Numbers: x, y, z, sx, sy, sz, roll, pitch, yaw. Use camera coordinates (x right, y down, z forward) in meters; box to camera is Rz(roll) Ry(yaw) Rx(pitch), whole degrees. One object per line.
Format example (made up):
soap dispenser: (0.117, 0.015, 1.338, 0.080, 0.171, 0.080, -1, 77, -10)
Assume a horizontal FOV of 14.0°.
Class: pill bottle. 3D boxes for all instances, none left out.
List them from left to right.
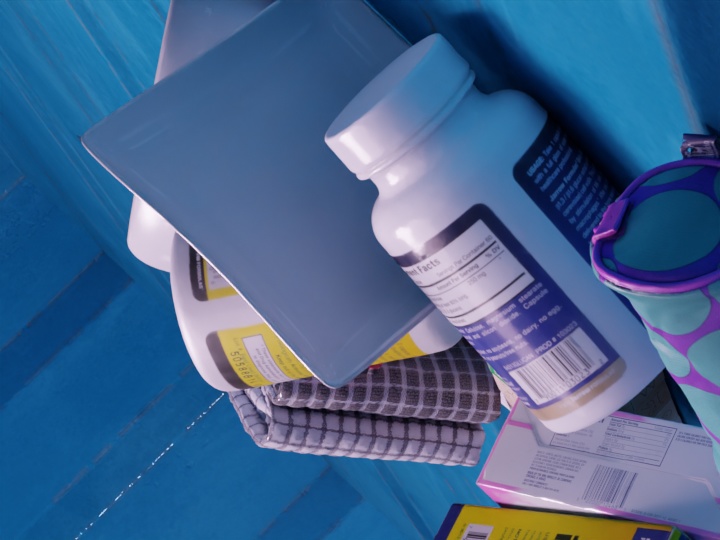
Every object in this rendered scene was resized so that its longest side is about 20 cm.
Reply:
pill bottle: (0.000, 0.000, 1.696, 0.111, 0.199, 0.112, -11, -90, -72)
pill bottle: (0.076, -0.022, 1.524, 0.200, 0.111, 0.111, 48, 172, -11)

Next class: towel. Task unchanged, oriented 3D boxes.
towel: (-0.010, 0.041, 1.967, 0.165, 0.086, 0.200, 4, -147, -23)

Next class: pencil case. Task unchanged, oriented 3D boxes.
pencil case: (0.176, 0.030, 1.365, 0.092, 0.085, 0.200, 19, 156, 37)

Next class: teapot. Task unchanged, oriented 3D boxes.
teapot: (-0.061, -0.080, 1.831, 0.145, 0.198, 0.200, 11, -154, -5)

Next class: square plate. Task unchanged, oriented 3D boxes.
square plate: (-0.019, -0.050, 1.601, 0.200, 0.198, 0.028, 44, 147, 14)

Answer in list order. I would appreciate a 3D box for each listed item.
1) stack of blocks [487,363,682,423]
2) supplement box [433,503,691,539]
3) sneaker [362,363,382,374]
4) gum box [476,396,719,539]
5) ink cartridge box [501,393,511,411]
stack of blocks: (0.132, 0.059, 1.822, 0.115, 0.059, 0.200, 40, 170, 28)
supplement box: (0.125, 0.213, 1.705, 0.109, 0.110, 0.200, 40, 157, -30)
sneaker: (-0.002, 0.004, 1.858, 0.080, 0.075, 0.200, 13, -165, -5)
gum box: (0.174, 0.140, 1.723, 0.199, 0.066, 0.114, 10, 154, 42)
ink cartridge box: (0.138, 0.090, 2.016, 0.200, 0.042, 0.119, 42, 171, 45)
